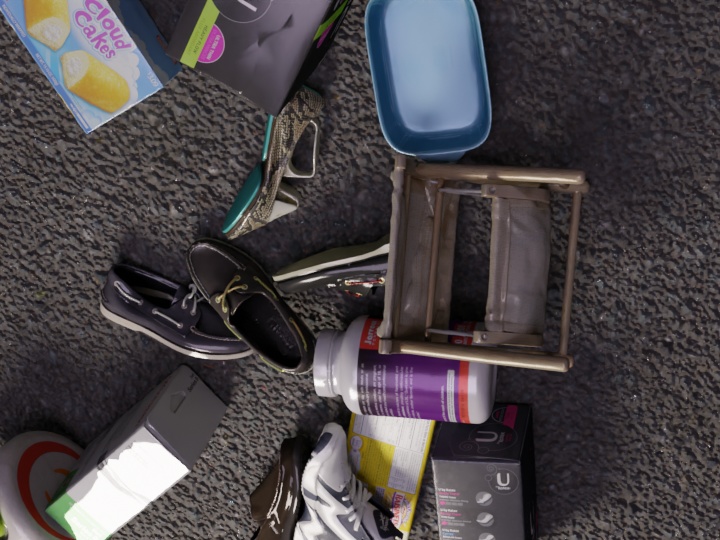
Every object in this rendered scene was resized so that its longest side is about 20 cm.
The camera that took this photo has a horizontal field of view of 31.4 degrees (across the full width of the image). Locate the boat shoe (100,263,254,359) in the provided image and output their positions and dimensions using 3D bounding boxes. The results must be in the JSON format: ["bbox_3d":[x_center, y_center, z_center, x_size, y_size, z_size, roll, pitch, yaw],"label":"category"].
[{"bbox_3d":[-0.211,0.046,1.495,0.198,0.073,0.063,18,122,9],"label":"boat shoe"}]

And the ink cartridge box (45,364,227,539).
[{"bbox_3d":[-0.270,0.227,1.556,0.084,0.146,0.200,45,118,-10],"label":"ink cartridge box"}]

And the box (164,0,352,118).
[{"bbox_3d":[-0.078,-0.266,1.231,0.123,0.200,0.149,29,120,-2],"label":"box"}]

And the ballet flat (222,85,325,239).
[{"bbox_3d":[-0.087,-0.110,1.395,0.075,0.068,0.201,17,118,-13],"label":"ballet flat"}]

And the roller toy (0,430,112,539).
[{"bbox_3d":[-0.413,0.311,1.613,0.139,0.183,0.200,-36,111,26],"label":"roller toy"}]

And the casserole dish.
[{"bbox_3d":[0.072,-0.210,1.316,0.120,0.039,0.202,-4,114,16],"label":"casserole dish"}]

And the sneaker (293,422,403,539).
[{"bbox_3d":[-0.004,0.276,1.526,0.128,0.080,0.201,17,119,9],"label":"sneaker"}]

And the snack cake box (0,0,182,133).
[{"bbox_3d":[-0.295,-0.264,1.362,0.114,0.067,0.201,-25,108,24],"label":"snack cake box"}]

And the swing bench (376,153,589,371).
[{"bbox_3d":[0.126,-0.007,1.314,0.198,0.130,0.201,5,89,12],"label":"swing bench"}]

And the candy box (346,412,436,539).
[{"bbox_3d":[0.029,0.233,1.555,0.101,0.026,0.202,15,119,7],"label":"candy box"}]

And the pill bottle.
[{"bbox_3d":[0.052,0.109,1.438,0.198,0.113,0.114,3,117,12],"label":"pill bottle"}]

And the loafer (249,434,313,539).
[{"bbox_3d":[-0.106,0.289,1.588,0.071,0.073,0.202,14,118,6],"label":"loafer"}]

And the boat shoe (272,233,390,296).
[{"bbox_3d":[-0.001,0.001,1.419,0.199,0.074,0.064,-13,105,14],"label":"boat shoe"}]

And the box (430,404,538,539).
[{"bbox_3d":[0.148,0.271,1.490,0.105,0.122,0.202,0,117,14],"label":"box"}]

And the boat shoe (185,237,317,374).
[{"bbox_3d":[-0.126,0.037,1.450,0.201,0.061,0.072,44,95,6],"label":"boat shoe"}]
